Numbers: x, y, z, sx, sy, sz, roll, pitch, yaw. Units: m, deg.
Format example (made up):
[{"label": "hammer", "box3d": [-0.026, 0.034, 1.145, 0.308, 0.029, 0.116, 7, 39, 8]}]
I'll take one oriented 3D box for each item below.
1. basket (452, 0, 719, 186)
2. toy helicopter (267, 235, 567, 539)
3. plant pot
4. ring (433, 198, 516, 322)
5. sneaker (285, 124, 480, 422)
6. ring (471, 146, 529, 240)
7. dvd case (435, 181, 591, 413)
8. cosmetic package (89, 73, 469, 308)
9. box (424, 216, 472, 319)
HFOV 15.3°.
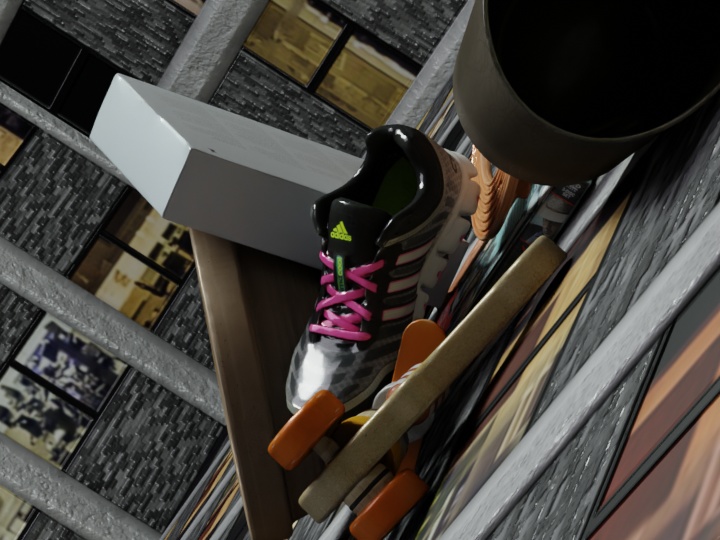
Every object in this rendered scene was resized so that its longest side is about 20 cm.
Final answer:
[{"label": "basket", "box3d": [0.118, -0.123, 1.386, 0.181, 0.136, 0.200, -64, 1, -14]}, {"label": "toy helicopter", "box3d": [0.041, 0.061, 1.470, 0.200, 0.079, 0.132, -47, -6, -2]}, {"label": "plant pot", "box3d": [-0.043, 0.062, 1.654, 0.201, 0.092, 0.201, 168, 90, -87]}, {"label": "ring", "box3d": [0.098, -0.037, 1.855, 0.201, 0.019, 0.200, -56, 3, 5]}, {"label": "sneaker", "box3d": [0.000, 0.000, 1.543, 0.087, 0.074, 0.200, 47, -118, -48]}, {"label": "ring", "box3d": [0.095, -0.117, 1.617, 0.200, 0.019, 0.201, -172, 90, -85]}, {"label": "dvd case", "box3d": [0.083, 0.004, 1.647, 0.200, 0.022, 0.146, -58, 3, 17]}, {"label": "cosmetic package", "box3d": [-0.051, -0.050, 1.656, 0.052, 0.200, 0.151, -67, 28, 9]}, {"label": "box", "box3d": [0.018, 0.036, 1.818, 0.200, 0.047, 0.194, -75, 8, -85]}]
